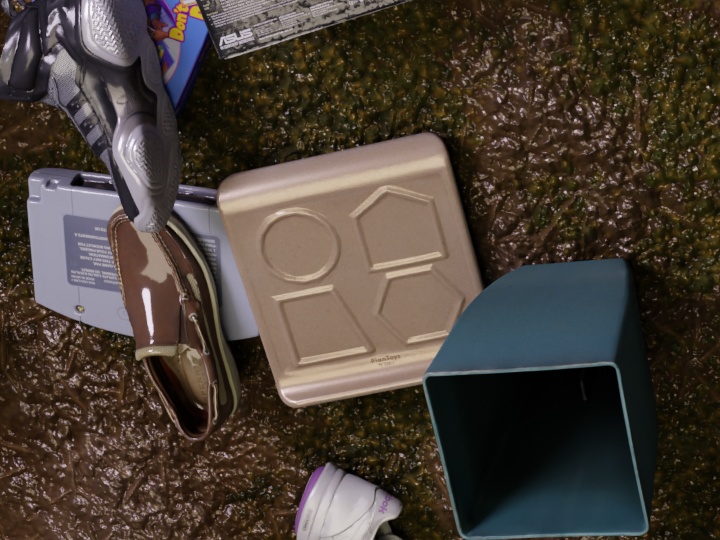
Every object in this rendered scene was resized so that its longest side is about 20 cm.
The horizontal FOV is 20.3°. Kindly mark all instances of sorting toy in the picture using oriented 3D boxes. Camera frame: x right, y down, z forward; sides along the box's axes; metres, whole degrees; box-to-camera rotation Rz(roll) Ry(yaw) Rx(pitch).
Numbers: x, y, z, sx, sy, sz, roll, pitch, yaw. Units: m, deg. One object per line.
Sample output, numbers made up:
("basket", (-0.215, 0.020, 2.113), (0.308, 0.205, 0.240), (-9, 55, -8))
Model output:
("sorting toy", (0.000, 0.000, 1.566), (0.183, 0.037, 0.202), (-11, 114, 10))

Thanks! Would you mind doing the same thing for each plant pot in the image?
("plant pot", (0.146, 0.079, 1.480), (0.140, 0.200, 0.143), (-5, 118, 19))

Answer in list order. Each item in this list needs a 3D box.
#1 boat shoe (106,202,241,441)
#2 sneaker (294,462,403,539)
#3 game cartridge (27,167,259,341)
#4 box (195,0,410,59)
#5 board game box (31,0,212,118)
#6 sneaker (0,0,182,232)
("boat shoe", (-0.149, 0.043, 1.585), (0.074, 0.075, 0.204), (-14, 114, 23))
("sneaker", (-0.015, 0.263, 1.709), (0.099, 0.075, 0.202), (17, 122, 9))
("game cartridge", (-0.171, -0.008, 1.628), (0.198, 0.042, 0.134), (9, 125, 12))
("box", (-0.030, -0.257, 1.364), (0.198, 0.086, 0.165), (-15, 115, 18))
("board game box", (-0.164, -0.218, 1.498), (0.134, 0.045, 0.201), (28, 123, 0))
("sneaker", (-0.205, -0.122, 1.498), (0.113, 0.076, 0.202), (-4, 112, 20))
